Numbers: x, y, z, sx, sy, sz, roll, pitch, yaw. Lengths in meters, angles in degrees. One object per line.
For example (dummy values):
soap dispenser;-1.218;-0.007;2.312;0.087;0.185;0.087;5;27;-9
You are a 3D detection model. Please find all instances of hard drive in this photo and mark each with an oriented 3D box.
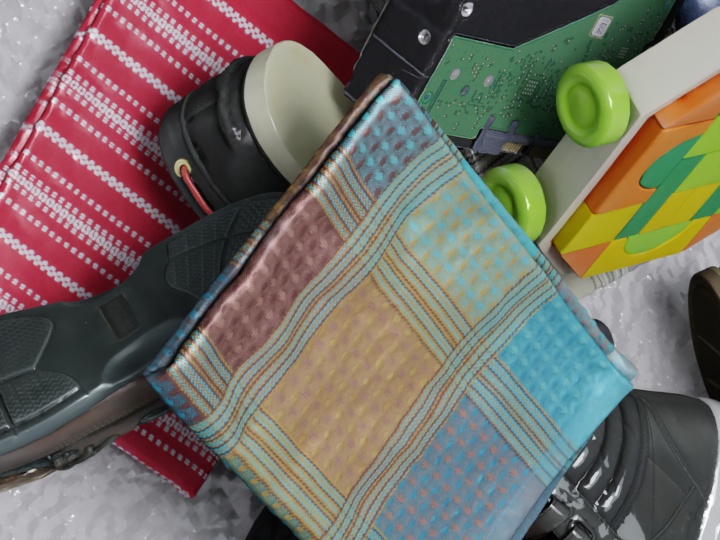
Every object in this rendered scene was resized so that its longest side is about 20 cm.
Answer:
hard drive;0.088;-0.138;1.018;0.139;0.038;0.200;4;119;-51

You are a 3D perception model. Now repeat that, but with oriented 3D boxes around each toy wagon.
toy wagon;0.140;-0.067;1.038;0.155;0.200;0.040;-14;65;-35

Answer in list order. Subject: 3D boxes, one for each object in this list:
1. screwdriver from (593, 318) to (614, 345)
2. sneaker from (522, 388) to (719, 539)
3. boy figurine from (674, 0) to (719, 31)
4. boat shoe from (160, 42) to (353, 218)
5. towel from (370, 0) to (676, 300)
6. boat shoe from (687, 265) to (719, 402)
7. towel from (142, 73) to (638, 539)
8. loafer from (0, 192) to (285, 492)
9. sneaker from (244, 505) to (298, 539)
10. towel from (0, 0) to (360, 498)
screwdriver;0.023;0.049;1.103;0.199;0.029;0.028;-12;92;-28
sneaker;0.096;0.139;1.116;0.099;0.071;0.201;19;71;-26
boy figurine;0.144;-0.177;1.128;0.124;0.064;0.201;-2;82;-44
boat shoe;0.001;-0.002;1.045;0.201;0.063;0.074;49;37;-25
towel;0.100;-0.098;1.142;0.192;0.034;0.201;-30;103;-36
boat shoe;0.206;0.076;1.174;0.068;0.072;0.201;-26;113;-6
towel;0.019;0.041;0.982;0.147;0.022;0.200;-53;133;-13
loafer;-0.094;0.044;0.976;0.199;0.072;0.063;-26;128;2
sneaker;-0.016;0.164;1.058;0.083;0.072;0.201;43;67;-46
towel;-0.074;-0.030;1.051;0.144;0.022;0.200;36;71;-26
